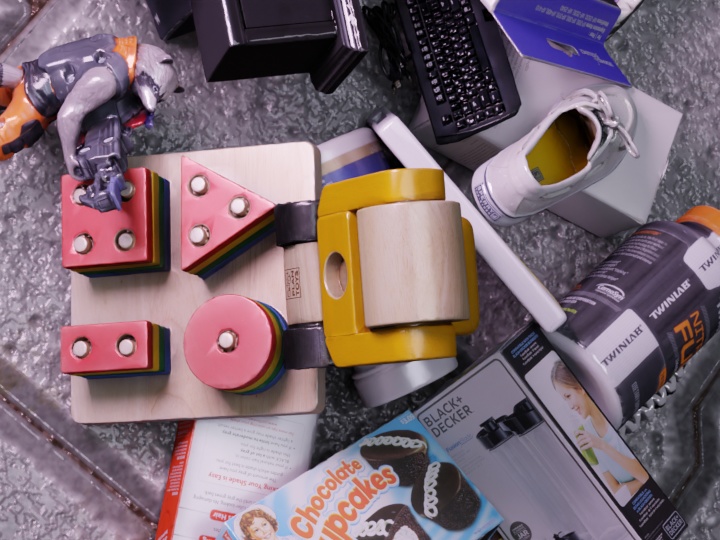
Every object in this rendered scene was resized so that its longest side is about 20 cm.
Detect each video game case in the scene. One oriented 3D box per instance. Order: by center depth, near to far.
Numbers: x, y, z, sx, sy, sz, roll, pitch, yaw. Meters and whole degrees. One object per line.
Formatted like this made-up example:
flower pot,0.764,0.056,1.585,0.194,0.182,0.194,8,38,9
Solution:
video game case,0.080,-0.044,1.462,0.023,0.182,0.200,-40,97,3

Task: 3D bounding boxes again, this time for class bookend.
bookend,-0.117,-0.228,1.340,0.198,0.092,0.201,-7,78,-20

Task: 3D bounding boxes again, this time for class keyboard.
keyboard,0.056,-0.189,1.489,0.103,0.040,0.201,-25,55,15

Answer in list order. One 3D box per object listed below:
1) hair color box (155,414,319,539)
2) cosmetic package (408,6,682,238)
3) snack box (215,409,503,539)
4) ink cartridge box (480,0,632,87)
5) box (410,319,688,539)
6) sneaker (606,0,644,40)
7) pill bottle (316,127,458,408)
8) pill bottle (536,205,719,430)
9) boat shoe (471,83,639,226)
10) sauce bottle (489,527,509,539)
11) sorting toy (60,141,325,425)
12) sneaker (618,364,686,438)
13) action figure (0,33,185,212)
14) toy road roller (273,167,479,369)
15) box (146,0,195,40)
hair color box,-0.098,0.178,1.429,0.101,0.061,0.202,15,77,-17
cosmetic package,0.154,-0.120,1.547,0.199,0.085,0.108,28,73,-14
snack box,0.000,0.195,1.391,0.199,0.037,0.116,-28,68,-38
ink cartridge box,0.129,-0.239,1.481,0.197,0.043,0.201,3,47,-57
box,0.144,0.154,1.444,0.201,0.116,0.060,54,42,2
sneaker,0.237,-0.291,1.606,0.083,0.081,0.200,40,72,-4
pill bottle,0.000,0.000,1.461,0.110,0.111,0.201,-25,91,-21
pill bottle,0.229,0.031,1.497,0.200,0.106,0.107,-40,97,-26
boat shoe,0.170,-0.104,1.431,0.201,0.086,0.075,-30,89,-43
sauce bottle,0.098,0.222,1.492,0.066,0.066,0.201,-29,88,-21
sorting toy,-0.131,0.007,1.380,0.197,0.070,0.202,-4,80,16
sneaker,0.194,0.109,1.541,0.081,0.075,0.200,46,70,1
action figure,-0.222,-0.119,1.359,0.192,0.200,0.105,-15,122,-8
toy road roller,0.035,0.001,1.296,0.145,0.199,0.124,-2,86,-30
box,-0.087,-0.289,1.475,0.199,0.104,0.149,-24,92,-21
